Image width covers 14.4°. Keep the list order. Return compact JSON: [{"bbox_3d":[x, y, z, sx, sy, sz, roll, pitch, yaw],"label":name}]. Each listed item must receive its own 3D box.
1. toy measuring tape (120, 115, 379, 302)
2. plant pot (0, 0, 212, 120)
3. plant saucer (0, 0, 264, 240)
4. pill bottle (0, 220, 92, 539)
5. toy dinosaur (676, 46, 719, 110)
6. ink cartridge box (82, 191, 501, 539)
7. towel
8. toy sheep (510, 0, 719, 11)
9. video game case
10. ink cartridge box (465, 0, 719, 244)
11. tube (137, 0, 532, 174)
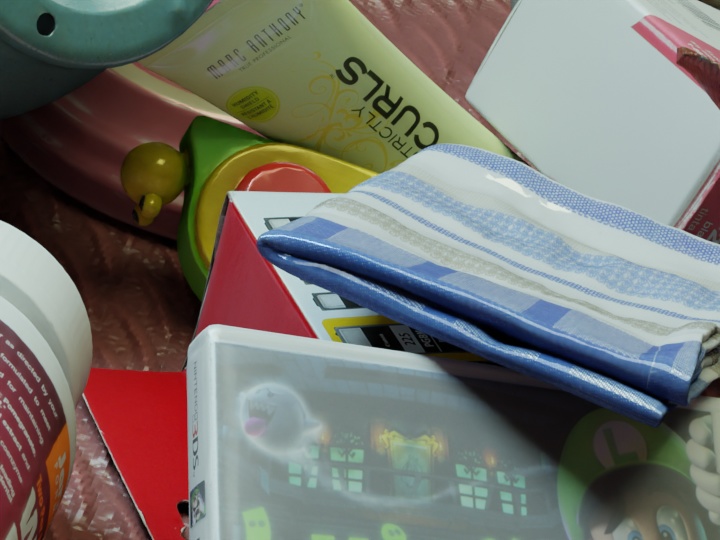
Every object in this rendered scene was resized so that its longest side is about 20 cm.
[{"bbox_3d":[0.000,0.000,1.096,0.199,0.074,0.074,19,28,-9],"label":"toy measuring tape"},{"bbox_3d":[-0.146,-0.145,1.059,0.199,0.201,0.188,-8,9,-38],"label":"plant pot"},{"bbox_3d":[-0.058,-0.077,1.214,0.200,0.051,0.201,13,29,-7],"label":"plant saucer"},{"bbox_3d":[-0.147,0.064,0.853,0.109,0.110,0.200,17,28,2],"label":"pill bottle"},{"bbox_3d":[0.185,0.040,0.987,0.199,0.182,0.105,14,-17,13],"label":"toy dinosaur"},{"bbox_3d":[0.016,0.059,0.974,0.175,0.084,0.200,0,33,-27],"label":"ink cartridge box"},{"bbox_3d":[0.060,-0.002,0.944,0.146,0.024,0.200,22,15,13],"label":"towel"},{"bbox_3d":[0.138,-0.127,1.315,0.137,0.139,0.200,7,-4,-16],"label":"toy sheep"},{"bbox_3d":[0.045,0.114,0.842,0.199,0.023,0.183,9,62,-23],"label":"video game case"},{"bbox_3d":[0.163,-0.044,1.177,0.199,0.085,0.146,16,22,-41],"label":"ink cartridge box"},{"bbox_3d":[0.001,-0.058,1.111,0.052,0.058,0.200,19,-11,41],"label":"tube"}]
